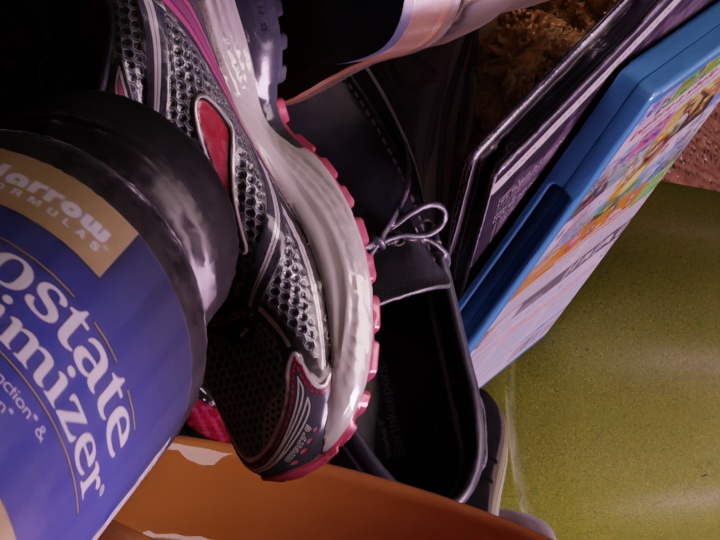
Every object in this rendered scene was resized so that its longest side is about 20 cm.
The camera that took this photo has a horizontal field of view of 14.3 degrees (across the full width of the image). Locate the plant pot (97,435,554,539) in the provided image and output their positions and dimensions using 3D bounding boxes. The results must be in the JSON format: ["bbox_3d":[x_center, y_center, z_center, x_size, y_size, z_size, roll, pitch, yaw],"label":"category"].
[{"bbox_3d":[-0.024,0.144,0.890,0.200,0.199,0.141,-3,109,-67],"label":"plant pot"}]

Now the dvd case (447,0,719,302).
[{"bbox_3d":[0.084,-0.055,1.074,0.149,0.016,0.200,-46,170,-15],"label":"dvd case"}]

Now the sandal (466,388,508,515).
[{"bbox_3d":[0.017,0.123,1.116,0.201,0.079,0.057,-64,159,-48],"label":"sandal"}]

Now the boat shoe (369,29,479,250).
[{"bbox_3d":[0.009,-0.071,1.119,0.073,0.074,0.201,31,69,-75],"label":"boat shoe"}]

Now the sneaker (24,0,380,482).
[{"bbox_3d":[-0.058,-0.027,0.902,0.075,0.081,0.201,-20,90,-39],"label":"sneaker"}]

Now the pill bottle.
[{"bbox_3d":[-0.108,0.030,0.765,0.200,0.111,0.112,-55,138,-55],"label":"pill bottle"}]

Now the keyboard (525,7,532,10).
[{"bbox_3d":[0.103,-0.168,1.223,0.200,0.040,0.104,-46,147,0],"label":"keyboard"}]

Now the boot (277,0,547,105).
[{"bbox_3d":[0.011,-0.097,0.942,0.097,0.200,0.075,-11,98,-24],"label":"boot"}]

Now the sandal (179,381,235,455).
[{"bbox_3d":[-0.053,0.027,0.982,0.200,0.045,0.075,64,32,-46],"label":"sandal"}]

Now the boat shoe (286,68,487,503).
[{"bbox_3d":[0.000,0.000,1.031,0.062,0.074,0.201,174,-100,-73],"label":"boat shoe"}]

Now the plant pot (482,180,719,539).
[{"bbox_3d":[0.151,0.045,1.282,0.200,0.192,0.201,-1,90,-67],"label":"plant pot"}]

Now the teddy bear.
[{"bbox_3d":[0.099,-0.102,1.219,0.200,0.145,0.067,-38,88,-22],"label":"teddy bear"}]

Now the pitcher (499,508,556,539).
[{"bbox_3d":[0.063,0.225,1.193,0.172,0.121,0.200,-53,130,-25],"label":"pitcher"}]

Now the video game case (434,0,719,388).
[{"bbox_3d":[0.084,-0.021,1.104,0.143,0.018,0.200,-34,163,-53],"label":"video game case"}]
